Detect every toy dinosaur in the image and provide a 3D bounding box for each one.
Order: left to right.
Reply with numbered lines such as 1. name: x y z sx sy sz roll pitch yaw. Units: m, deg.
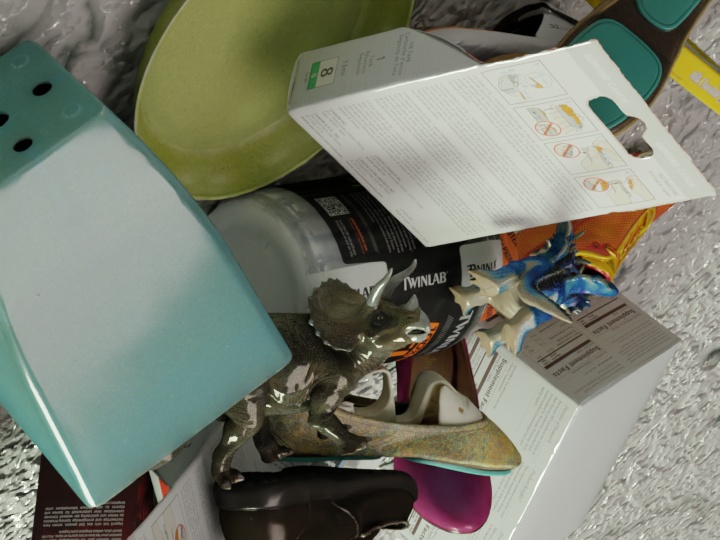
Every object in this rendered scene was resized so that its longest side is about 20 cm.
1. toy dinosaur: -0.053 0.062 1.318 0.198 0.103 0.077 -15 -169 0

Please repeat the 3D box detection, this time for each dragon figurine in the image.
1. dragon figurine: 0.116 0.004 1.377 0.099 0.059 0.200 -31 176 -12

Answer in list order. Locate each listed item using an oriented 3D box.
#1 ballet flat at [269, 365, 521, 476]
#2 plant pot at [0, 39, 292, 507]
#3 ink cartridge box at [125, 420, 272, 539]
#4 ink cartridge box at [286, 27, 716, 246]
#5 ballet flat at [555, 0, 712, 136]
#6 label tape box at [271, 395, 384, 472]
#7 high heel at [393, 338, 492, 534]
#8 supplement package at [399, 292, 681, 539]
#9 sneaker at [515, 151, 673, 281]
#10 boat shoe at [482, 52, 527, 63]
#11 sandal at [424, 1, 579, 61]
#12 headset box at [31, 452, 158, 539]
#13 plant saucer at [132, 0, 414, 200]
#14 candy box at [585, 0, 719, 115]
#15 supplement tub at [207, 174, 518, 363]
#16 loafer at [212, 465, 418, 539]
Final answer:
1. ballet flat: 0.023 0.094 1.476 0.198 0.071 0.071 6 127 -25
2. plant pot: -0.156 -0.010 1.222 0.141 0.141 0.201 -37 136 -13
3. ink cartridge box: -0.101 0.184 1.364 0.200 0.050 0.163 -49 132 -57
4. ink cartridge box: 0.082 -0.084 1.301 0.199 0.050 0.161 -12 144 31
5. ballet flat: 0.165 -0.140 1.403 0.200 0.069 0.063 -48 -176 -20
6. label tape box: -0.065 0.170 1.568 0.201 0.063 0.144 -57 161 -4
7. high heel: 0.055 0.094 1.574 0.067 0.200 0.097 0 121 -14
8. supplement package: 0.127 0.118 1.730 0.155 0.111 0.201 -26 148 -49
9. sneaker: 0.176 -0.022 1.679 0.199 0.077 0.073 -33 147 -23
10. boat shoe: 0.109 -0.065 1.451 0.072 0.072 0.200 -19 156 4
11. sandal: 0.098 -0.141 1.444 0.206 0.060 0.079 9 145 -45
12. headset box: -0.141 0.180 1.424 0.074 0.202 0.149 -4 158 21
13. plant saucer: -0.054 -0.129 1.307 0.199 0.031 0.201 -30 147 -22
14. candy box: 0.214 -0.146 1.543 0.026 0.102 0.200 -50 149 10
15. supplement tub: 0.000 0.000 1.442 0.199 0.123 0.123 -11 137 -43
16. loafer: -0.030 0.158 1.405 0.199 0.072 0.072 5 85 -59
